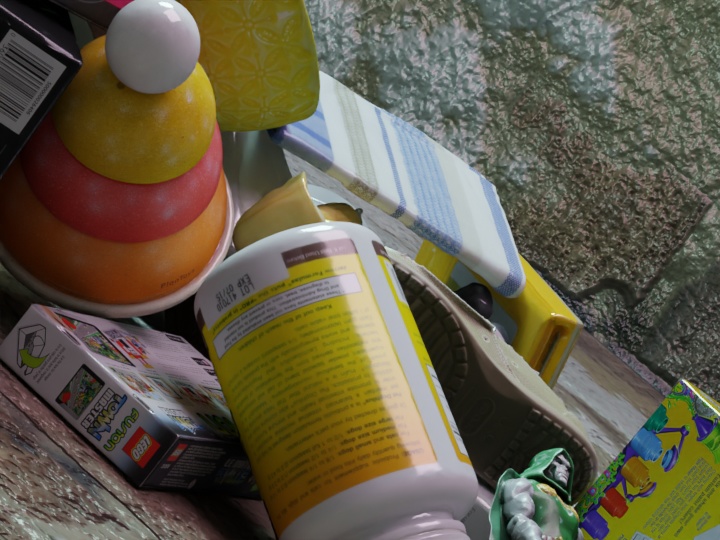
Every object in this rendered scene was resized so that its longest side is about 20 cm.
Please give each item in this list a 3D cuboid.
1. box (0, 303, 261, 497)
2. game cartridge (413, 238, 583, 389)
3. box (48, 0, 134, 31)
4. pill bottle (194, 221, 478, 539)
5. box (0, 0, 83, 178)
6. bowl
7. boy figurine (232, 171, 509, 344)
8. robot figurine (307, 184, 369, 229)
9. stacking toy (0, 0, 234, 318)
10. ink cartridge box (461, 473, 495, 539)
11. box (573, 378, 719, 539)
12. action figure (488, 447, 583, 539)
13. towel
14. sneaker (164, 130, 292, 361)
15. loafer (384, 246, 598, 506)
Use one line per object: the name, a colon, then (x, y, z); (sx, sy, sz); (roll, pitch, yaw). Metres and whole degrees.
box: (-0.107, 0.073, 1.560); (0.110, 0.035, 0.200); (41, 8, 19)
game cartridge: (0.060, 0.066, 1.876); (0.032, 0.177, 0.200); (18, 16, -27)
box: (-0.181, -0.225, 1.566); (0.200, 0.106, 0.122); (40, 8, 32)
pill bottle: (-0.007, 0.083, 1.516); (0.109, 0.109, 0.200); (25, 41, -63)
box: (-0.241, -0.105, 1.545); (0.124, 0.149, 0.200); (35, 7, -16)
bowl: (-0.115, -0.159, 1.666); (0.200, 0.108, 0.200); (57, -17, 28)
boy figurine: (0.000, 0.000, 1.727); (0.200, 0.064, 0.124); (36, 25, -40)
robot figurine: (-0.047, 0.000, 1.997); (0.169, 0.113, 0.200); (-1, 6, 5)
stacking toy: (-0.119, -0.080, 1.539); (0.146, 0.146, 0.200); (39, -35, 9)
ink cartridge box: (0.021, 0.123, 1.693); (0.200, 0.083, 0.145); (42, 9, 22)
box: (0.196, 0.205, 1.584); (0.122, 0.200, 0.193); (33, 9, -41)
action figure: (0.097, 0.173, 1.538); (0.118, 0.055, 0.200); (46, 32, -35)
towel: (0.015, -0.064, 1.808); (0.200, 0.024, 0.147); (32, 20, -24)
sneaker: (-0.066, -0.012, 1.745); (0.085, 0.200, 0.073); (16, -25, -33)
loafer: (0.049, 0.059, 1.636); (0.200, 0.076, 0.068); (44, 9, -9)
